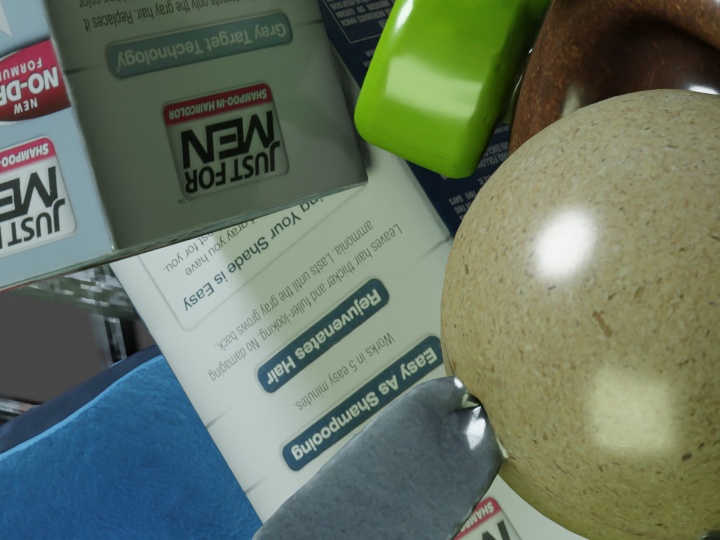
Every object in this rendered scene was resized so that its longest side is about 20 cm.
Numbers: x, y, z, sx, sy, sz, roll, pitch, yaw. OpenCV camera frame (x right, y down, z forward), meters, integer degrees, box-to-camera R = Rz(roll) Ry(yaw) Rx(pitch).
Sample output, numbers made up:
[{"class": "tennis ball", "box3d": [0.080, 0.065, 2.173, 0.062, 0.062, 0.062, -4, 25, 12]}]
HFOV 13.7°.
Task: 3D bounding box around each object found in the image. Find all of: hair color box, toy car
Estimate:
[{"class": "hair color box", "box3d": [-0.074, -0.102, 0.705, 0.061, 0.099, 0.201, -16, 91, 38]}, {"class": "toy car", "box3d": [0.062, 0.013, 0.610, 0.164, 0.200, 0.158, 23, 149, 3]}, {"class": "hair color box", "box3d": [0.000, 0.000, 0.776, 0.100, 0.060, 0.200, -38, 78, 36]}]

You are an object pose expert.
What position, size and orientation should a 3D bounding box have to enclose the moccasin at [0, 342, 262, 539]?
[{"class": "moccasin", "box3d": [-0.050, 0.040, 0.905, 0.200, 0.068, 0.081, -15, 112, 36]}]
